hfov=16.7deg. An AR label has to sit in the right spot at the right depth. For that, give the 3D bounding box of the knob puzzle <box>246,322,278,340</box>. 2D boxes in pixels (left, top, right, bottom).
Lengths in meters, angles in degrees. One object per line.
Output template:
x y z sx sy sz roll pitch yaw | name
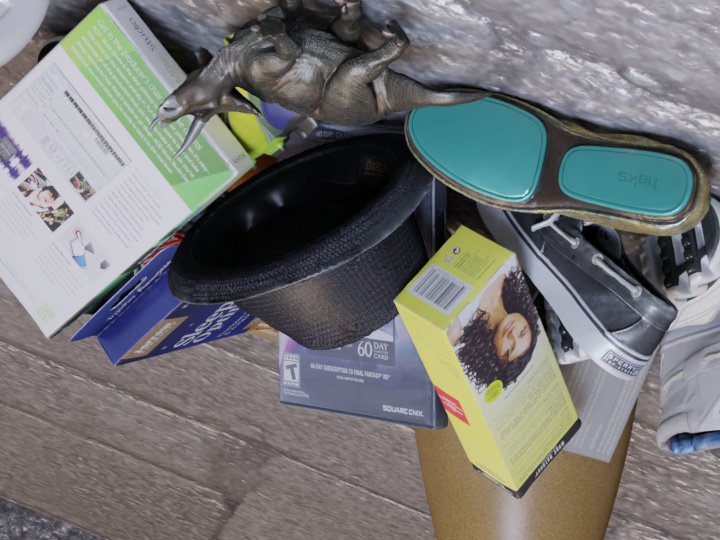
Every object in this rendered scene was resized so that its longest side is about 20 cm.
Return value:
-0.049 0.033 2.012 0.218 0.031 0.220 7 173 1 | knob puzzle

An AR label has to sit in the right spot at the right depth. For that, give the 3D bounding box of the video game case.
0.000 0.000 1.663 0.142 0.202 0.019 7 -168 41 | video game case

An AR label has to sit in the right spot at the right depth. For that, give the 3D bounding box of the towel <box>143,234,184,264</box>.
-0.142 -0.019 1.975 0.199 0.023 0.144 15 167 -23 | towel

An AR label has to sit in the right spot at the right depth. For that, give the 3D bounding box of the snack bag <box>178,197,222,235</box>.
-0.140 -0.048 1.827 0.187 0.022 0.200 17 -174 22 | snack bag

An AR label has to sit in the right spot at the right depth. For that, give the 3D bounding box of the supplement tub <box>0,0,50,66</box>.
-0.289 -0.178 1.528 0.144 0.145 0.200 29 161 -24 | supplement tub

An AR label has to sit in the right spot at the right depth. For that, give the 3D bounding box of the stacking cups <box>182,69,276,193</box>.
-0.110 -0.090 1.727 0.060 0.061 0.200 8 160 38 | stacking cups

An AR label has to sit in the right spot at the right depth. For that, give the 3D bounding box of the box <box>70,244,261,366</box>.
-0.106 0.015 1.746 0.121 0.033 0.199 -41 163 32 | box

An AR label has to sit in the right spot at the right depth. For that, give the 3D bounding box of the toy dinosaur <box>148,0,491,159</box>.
-0.024 -0.123 1.473 0.198 0.077 0.103 3 145 -10 | toy dinosaur

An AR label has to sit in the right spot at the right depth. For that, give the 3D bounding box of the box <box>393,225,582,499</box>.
0.086 0.063 1.604 0.050 0.075 0.200 30 160 35 | box

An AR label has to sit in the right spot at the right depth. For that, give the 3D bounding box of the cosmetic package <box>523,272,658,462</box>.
0.099 0.052 1.733 0.199 0.107 0.090 19 -163 -14 | cosmetic package

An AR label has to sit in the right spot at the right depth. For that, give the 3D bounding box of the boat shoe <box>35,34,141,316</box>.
-0.197 -0.064 1.707 0.074 0.202 0.062 -3 -173 29 | boat shoe

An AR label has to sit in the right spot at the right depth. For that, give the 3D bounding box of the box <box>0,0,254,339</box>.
-0.184 -0.067 1.638 0.200 0.036 0.145 -38 90 30 | box

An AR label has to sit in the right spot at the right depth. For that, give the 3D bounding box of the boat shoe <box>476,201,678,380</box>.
0.140 -0.016 1.568 0.073 0.068 0.200 25 -159 -33 | boat shoe

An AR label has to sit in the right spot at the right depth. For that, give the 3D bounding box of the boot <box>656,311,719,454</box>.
0.274 0.069 1.636 0.073 0.096 0.200 22 154 -26 | boot

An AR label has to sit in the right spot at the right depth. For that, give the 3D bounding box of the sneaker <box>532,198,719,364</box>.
0.190 0.018 1.616 0.081 0.076 0.200 16 151 -36 | sneaker

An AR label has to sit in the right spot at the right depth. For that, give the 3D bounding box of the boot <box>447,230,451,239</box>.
0.047 0.012 1.855 0.143 0.073 0.200 12 160 -29 | boot

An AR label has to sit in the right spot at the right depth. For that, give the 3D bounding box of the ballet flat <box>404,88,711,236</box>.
0.124 -0.063 1.523 0.199 0.071 0.071 15 162 21 | ballet flat

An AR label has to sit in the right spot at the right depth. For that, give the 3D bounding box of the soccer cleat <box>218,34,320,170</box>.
-0.064 -0.120 1.604 0.084 0.065 0.200 50 162 -6 | soccer cleat

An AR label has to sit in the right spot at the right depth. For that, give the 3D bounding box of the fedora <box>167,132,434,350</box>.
-0.025 -0.006 1.591 0.200 0.201 0.092 -1 127 51 | fedora

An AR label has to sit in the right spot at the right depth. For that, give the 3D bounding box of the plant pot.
0.123 0.158 1.876 0.185 0.202 0.186 2 166 1 | plant pot
